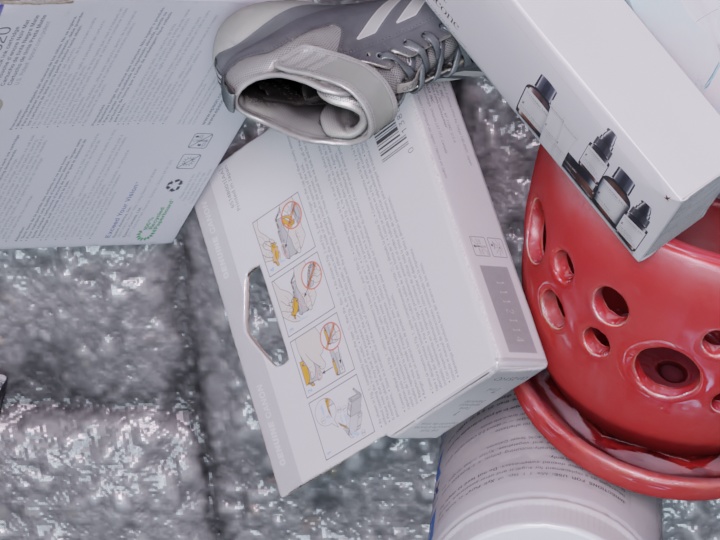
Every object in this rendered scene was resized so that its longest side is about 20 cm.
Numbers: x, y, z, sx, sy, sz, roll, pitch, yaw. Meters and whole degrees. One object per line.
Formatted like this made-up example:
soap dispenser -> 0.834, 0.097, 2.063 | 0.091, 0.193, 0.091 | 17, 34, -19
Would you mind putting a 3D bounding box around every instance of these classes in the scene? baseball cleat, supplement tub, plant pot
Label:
baseball cleat -> 0.026, -0.106, 1.450 | 0.200, 0.107, 0.070 | -11, 128, -3
supplement tub -> 0.105, 0.136, 1.587 | 0.132, 0.200, 0.132 | 3, 120, 5
plant pot -> 0.179, 0.006, 1.511 | 0.200, 0.201, 0.183 | 13, 130, -1

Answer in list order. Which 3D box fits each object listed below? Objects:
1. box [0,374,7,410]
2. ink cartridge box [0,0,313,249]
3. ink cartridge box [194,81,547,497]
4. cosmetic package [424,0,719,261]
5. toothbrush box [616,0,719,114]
box -> -0.271, 0.167, 1.652 | 0.050, 0.200, 0.158 | 18, 120, 1
ink cartridge box -> -0.150, -0.087, 1.501 | 0.200, 0.041, 0.200 | -4, 141, -39
ink cartridge box -> 0.000, 0.000, 1.539 | 0.045, 0.200, 0.176 | 4, 151, -45
cosmetic package -> 0.098, -0.105, 1.367 | 0.200, 0.051, 0.083 | 51, 158, 11
toothbrush box -> 0.170, -0.176, 1.390 | 0.146, 0.085, 0.200 | -31, 117, -14
